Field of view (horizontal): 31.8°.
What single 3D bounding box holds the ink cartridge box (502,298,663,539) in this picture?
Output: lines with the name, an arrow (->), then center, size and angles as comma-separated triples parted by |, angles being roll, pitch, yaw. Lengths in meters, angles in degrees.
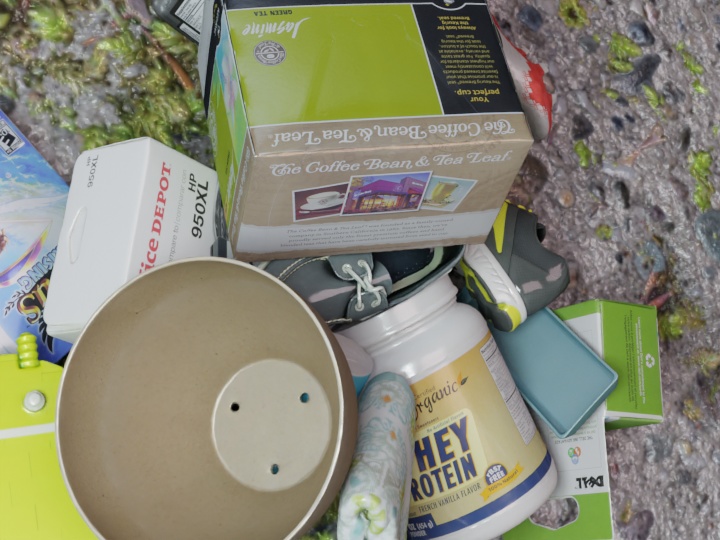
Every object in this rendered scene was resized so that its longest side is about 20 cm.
ink cartridge box -> 0.188, 0.138, 1.106 | 0.075, 0.148, 0.202 | 7, 75, -33

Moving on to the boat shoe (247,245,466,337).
boat shoe -> 0.000, 0.000, 0.953 | 0.199, 0.062, 0.073 | -21, 102, -40

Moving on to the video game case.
video game case -> -0.290, 0.003, 0.949 | 0.181, 0.045, 0.200 | 49, 60, -10

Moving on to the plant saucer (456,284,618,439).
plant saucer -> 0.145, 0.064, 1.085 | 0.070, 0.200, 0.019 | -49, 131, 7

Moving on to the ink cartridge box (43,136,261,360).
ink cartridge box -> -0.129, 0.004, 0.970 | 0.200, 0.084, 0.146 | 26, 64, -47

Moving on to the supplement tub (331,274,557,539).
supplement tub -> 0.060, 0.115, 1.040 | 0.144, 0.144, 0.201 | -30, 96, -30

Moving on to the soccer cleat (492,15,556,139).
soccer cleat -> 0.112, -0.206, 1.207 | 0.085, 0.069, 0.201 | -28, 88, -22

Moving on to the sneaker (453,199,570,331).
sneaker -> 0.115, -0.034, 1.118 | 0.084, 0.075, 0.201 | -22, 57, -10

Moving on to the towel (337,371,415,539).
towel -> 0.014, 0.199, 0.909 | 0.048, 0.171, 0.201 | 1, 114, 4

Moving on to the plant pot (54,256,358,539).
plant pot -> -0.084, 0.101, 0.850 | 0.199, 0.134, 0.202 | -3, 79, 18

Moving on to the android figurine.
android figurine -> -0.242, 0.141, 0.869 | 0.181, 0.041, 0.201 | -4, 71, -17

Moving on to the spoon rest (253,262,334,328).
spoon rest -> -0.009, -0.007, 1.027 | 0.199, 0.060, 0.100 | -18, 98, -40

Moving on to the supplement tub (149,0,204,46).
supplement tub -> -0.091, -0.231, 1.069 | 0.200, 0.122, 0.123 | 35, 64, -15

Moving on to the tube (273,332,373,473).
tube -> -0.056, 0.140, 0.978 | 0.077, 0.201, 0.051 | 19, 27, -18

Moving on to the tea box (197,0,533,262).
tea box -> -0.006, -0.127, 0.927 | 0.199, 0.134, 0.198 | -4, 58, -15
